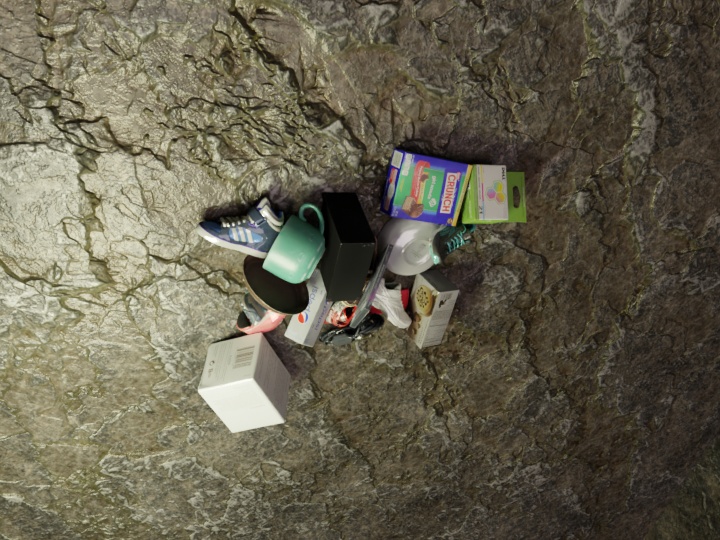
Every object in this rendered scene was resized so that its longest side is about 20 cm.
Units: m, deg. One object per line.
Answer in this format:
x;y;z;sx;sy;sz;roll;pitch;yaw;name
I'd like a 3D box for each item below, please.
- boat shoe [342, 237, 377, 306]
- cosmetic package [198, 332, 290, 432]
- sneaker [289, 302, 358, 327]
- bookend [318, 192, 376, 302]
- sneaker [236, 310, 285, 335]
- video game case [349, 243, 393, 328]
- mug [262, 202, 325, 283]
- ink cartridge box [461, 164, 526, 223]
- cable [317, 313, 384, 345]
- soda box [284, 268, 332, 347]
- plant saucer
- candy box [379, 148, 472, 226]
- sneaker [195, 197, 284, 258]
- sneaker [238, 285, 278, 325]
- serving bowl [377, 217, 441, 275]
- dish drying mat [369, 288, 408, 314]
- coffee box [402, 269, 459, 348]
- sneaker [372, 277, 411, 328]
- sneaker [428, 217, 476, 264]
0.000;0.000;1.699;0.072;0.072;0.200;24;85;-14;boat shoe
-0.310;0.308;1.750;0.166;0.168;0.200;-15;129;14;cosmetic package
-0.100;0.122;1.765;0.201;0.108;0.067;-32;133;2;sneaker
-0.048;-0.059;1.635;0.092;0.199;0.200;-2;133;-19;bookend
-0.237;0.114;1.750;0.200;0.074;0.087;-28;143;2;sneaker
0.029;0.041;1.688;0.019;0.200;0.143;25;152;-5;video game case
-0.149;-0.057;1.582;0.114;0.152;0.185;30;126;-4;mug
0.371;-0.203;1.708;0.199;0.076;0.148;-2;88;-19;ink cartridge box
-0.029;0.163;1.806;0.163;0.200;0.051;-28;96;-46;cable
-0.125;0.099;1.711;0.200;0.063;0.068;-67;155;-4;soda box
-0.218;0.036;1.619;0.200;0.200;0.032;27;125;-32;plant saucer
0.169;-0.212;1.651;0.199;0.077;0.170;6;107;-25;candy box
-0.285;-0.125;1.565;0.200;0.081;0.147;20;105;-26;sneaker
-0.251;0.072;1.629;0.086;0.200;0.078;-27;106;4;sneaker
0.147;-0.065;1.763;0.200;0.066;0.201;-10;124;-15;serving bowl
0.044;0.098;1.861;0.199;0.018;0.077;-7;123;-16;dish drying mat
0.199;0.113;1.863;0.080;0.113;0.200;-6;125;-32;coffee box
0.093;0.086;1.820;0.099;0.078;0.200;-47;122;2;sneaker
0.247;-0.088;1.703;0.091;0.200;0.078;-4;123;33;sneaker
